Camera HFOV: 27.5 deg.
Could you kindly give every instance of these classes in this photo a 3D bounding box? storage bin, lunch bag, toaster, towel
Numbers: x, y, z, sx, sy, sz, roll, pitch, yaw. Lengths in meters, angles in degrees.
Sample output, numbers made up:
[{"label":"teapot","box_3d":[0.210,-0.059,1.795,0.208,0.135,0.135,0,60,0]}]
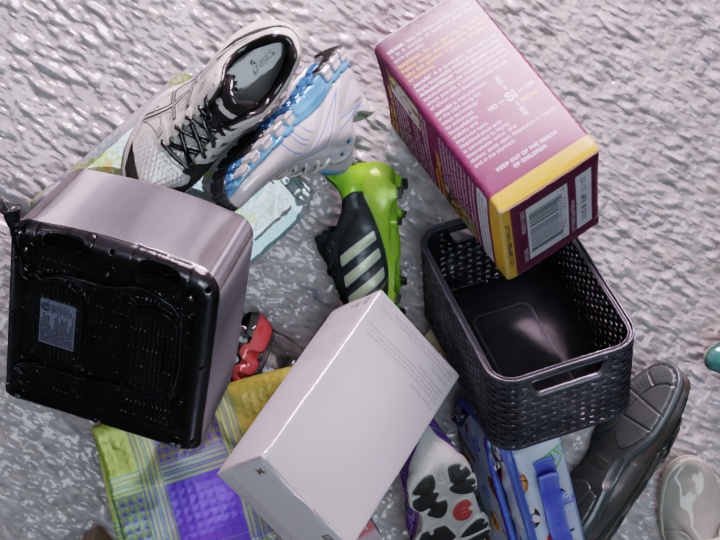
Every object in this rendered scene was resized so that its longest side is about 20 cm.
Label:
[{"label":"storage bin","box_3d":[0.144,0.044,1.297,0.134,0.201,0.094,-16,135,-10]},{"label":"lunch bag","box_3d":[0.149,0.202,1.349,0.075,0.160,0.202,-20,107,-8]},{"label":"toaster","box_3d":[-0.193,0.024,1.209,0.179,0.119,0.202,15,123,7]},{"label":"towel","box_3d":[-0.162,-0.060,1.300,0.200,0.048,0.172,-41,102,-4]},{"label":"towel","box_3d":[-0.122,0.174,1.271,0.198,0.023,0.145,-14,85,-4]}]

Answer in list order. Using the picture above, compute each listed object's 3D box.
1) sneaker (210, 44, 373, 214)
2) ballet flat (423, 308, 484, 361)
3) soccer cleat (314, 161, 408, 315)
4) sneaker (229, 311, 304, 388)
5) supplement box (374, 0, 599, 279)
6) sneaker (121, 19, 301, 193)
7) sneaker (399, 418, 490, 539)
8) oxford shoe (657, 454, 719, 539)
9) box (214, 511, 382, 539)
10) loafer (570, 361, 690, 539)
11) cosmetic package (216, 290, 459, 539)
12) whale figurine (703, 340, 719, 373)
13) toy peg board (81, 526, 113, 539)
[{"label":"sneaker","box_3d":[-0.049,-0.106,1.268,0.087,0.075,0.200,51,55,-18]},{"label":"ballet flat","box_3d":[0.146,0.066,1.383,0.198,0.057,0.067,-7,99,-12]},{"label":"soccer cleat","box_3d":[0.000,0.000,1.342,0.080,0.068,0.203,4,103,11]},{"label":"sneaker","box_3d":[-0.105,0.144,1.330,0.097,0.071,0.202,25,91,-13]},{"label":"supplement box","box_3d":[0.109,-0.116,1.261,0.103,0.131,0.201,-32,65,-6]},{"label":"sneaker","box_3d":[-0.127,-0.134,1.229,0.076,0.088,0.200,41,89,-15]},{"label":"sneaker","box_3d":[0.071,0.201,1.352,0.080,0.084,0.201,-15,140,-9]},{"label":"oxford shoe","box_3d":[0.342,0.282,1.463,0.074,0.058,0.203,-9,99,-9]},{"label":"box","box_3d":[-0.093,0.250,1.334,0.199,0.103,0.095,-35,105,-5]},{"label":"loafer","box_3d":[0.260,0.181,1.431,0.063,0.072,0.201,28,99,-35]},{"label":"cosmetic package","box_3d":[-0.016,0.128,1.237,0.113,0.081,0.200,48,55,-13]},{"label":"whale figurine","box_3d":[0.422,0.035,1.417,0.159,0.104,0.200,40,89,-16]},{"label":"toy peg board","box_3d":[-0.218,0.366,1.285,0.097,0.199,0.201,-35,105,11]}]
